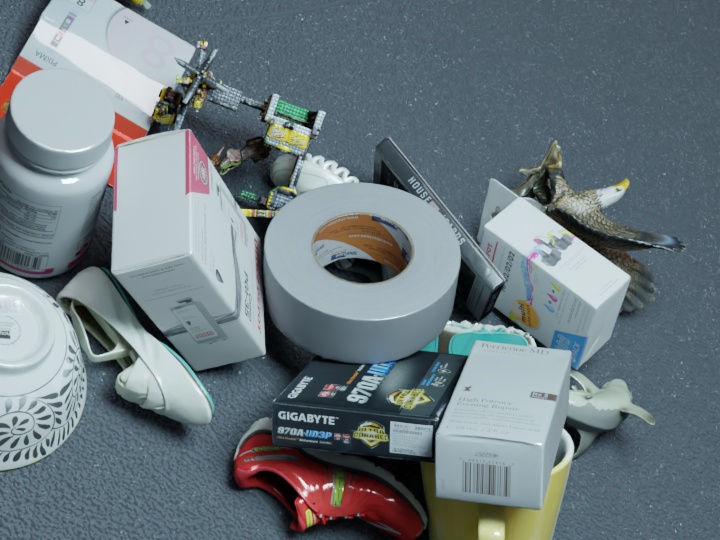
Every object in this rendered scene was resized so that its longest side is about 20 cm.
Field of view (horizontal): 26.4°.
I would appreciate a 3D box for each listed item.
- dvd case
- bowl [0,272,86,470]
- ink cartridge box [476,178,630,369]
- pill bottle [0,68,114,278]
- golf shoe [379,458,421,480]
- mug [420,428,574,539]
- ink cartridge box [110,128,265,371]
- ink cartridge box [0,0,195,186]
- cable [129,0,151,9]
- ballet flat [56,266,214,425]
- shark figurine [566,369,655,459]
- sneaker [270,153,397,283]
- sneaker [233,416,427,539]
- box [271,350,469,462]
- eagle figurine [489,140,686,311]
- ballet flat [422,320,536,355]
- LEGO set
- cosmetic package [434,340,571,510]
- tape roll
[{"bbox_3d":[0.082,-0.043,1.684,0.025,0.150,0.200,-37,79,-9],"label":"dvd case"},{"bbox_3d":[-0.331,0.071,1.394,0.199,0.094,0.202,16,53,-22],"label":"bowl"},{"bbox_3d":[0.193,0.002,1.709,0.200,0.116,0.068,38,56,23],"label":"ink cartridge box"},{"bbox_3d":[-0.294,-0.091,1.447,0.113,0.200,0.114,10,55,-15],"label":"pill bottle"},{"bbox_3d":[0.101,0.158,1.600,0.199,0.073,0.093,-1,58,-31],"label":"golf shoe"},{"bbox_3d":[0.117,0.238,1.486,0.149,0.154,0.186,18,28,33],"label":"mug"},{"bbox_3d":[-0.162,-0.016,1.479,0.082,0.200,0.147,-13,57,12],"label":"ink cartridge box"},{"bbox_3d":[-0.285,-0.206,1.643,0.162,0.057,0.201,30,44,-10],"label":"ink cartridge box"},{"bbox_3d":[-0.289,-0.345,1.665,0.097,0.200,0.050,38,82,14],"label":"cable"},{"bbox_3d":[-0.222,0.083,1.471,0.069,0.070,0.200,-27,68,-40],"label":"ballet flat"},{"bbox_3d":[0.227,0.161,1.675,0.213,0.090,0.128,11,20,-33],"label":"shark figurine"},{"bbox_3d":[-0.021,-0.053,1.680,0.200,0.075,0.081,36,58,-2],"label":"sneaker"},{"bbox_3d":[-0.033,0.221,1.487,0.199,0.077,0.085,25,54,1],"label":"sneaker"},{"bbox_3d":[0.018,0.124,1.487,0.158,0.046,0.200,5,15,14],"label":"box"},{"bbox_3d":[0.264,-0.049,1.774,0.201,0.151,0.151,55,22,17],"label":"eagle figurine"},{"bbox_3d":[0.093,0.087,1.633,0.199,0.072,0.072,10,47,16],"label":"ballet flat"},{"bbox_3d":[-0.125,-0.131,1.591,0.199,0.116,0.155,28,91,-7],"label":"LEGO set"},{"bbox_3d":[0.136,0.139,1.432,0.101,0.075,0.200,5,24,12],"label":"cosmetic package"},{"bbox_3d":[0.000,0.000,1.560,0.199,0.066,0.201,4,44,-4],"label":"tape roll"}]
